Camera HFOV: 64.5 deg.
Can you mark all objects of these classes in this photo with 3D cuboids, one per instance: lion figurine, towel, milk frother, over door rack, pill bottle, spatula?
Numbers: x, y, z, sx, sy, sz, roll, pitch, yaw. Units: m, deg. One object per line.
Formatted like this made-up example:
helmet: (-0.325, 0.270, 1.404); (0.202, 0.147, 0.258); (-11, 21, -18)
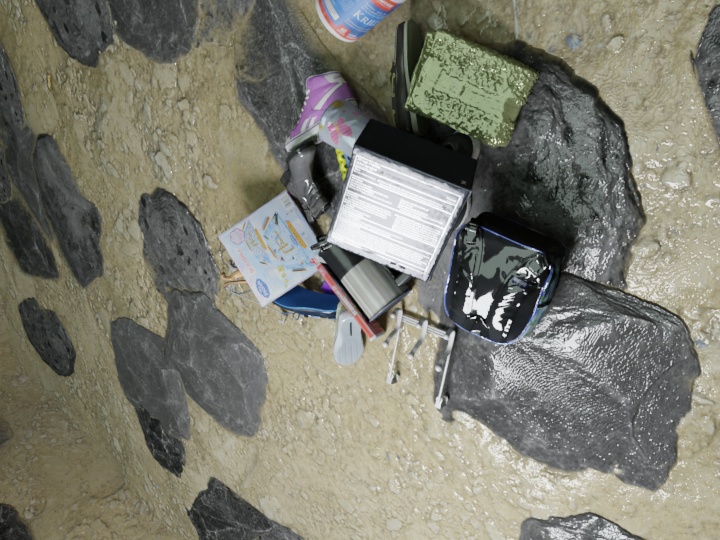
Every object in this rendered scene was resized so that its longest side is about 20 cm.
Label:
lion figurine: (-0.265, -0.041, 1.412); (0.122, 0.072, 0.201); (13, 95, 1)
towel: (0.181, -0.306, 0.959); (0.200, 0.036, 0.149); (26, 120, 10)
milk frother: (0.000, 0.000, 1.168); (0.188, 0.200, 0.181); (52, 132, 9)
over door rack: (-0.252, 0.030, 1.496); (0.200, 0.067, 0.148); (30, 127, 10)
pill bottle: (0.023, -0.496, 0.986); (0.200, 0.112, 0.112); (-21, 95, 45)
over door rack: (0.122, 0.197, 1.235); (0.147, 0.067, 0.201); (21, 121, 33)
spatula: (-0.104, -0.004, 1.377); (0.200, 0.021, 0.057); (51, 137, 11)

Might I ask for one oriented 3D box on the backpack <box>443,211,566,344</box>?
backpack: (0.251, 0.016, 0.998); (0.183, 0.147, 0.200); (27, 121, 28)

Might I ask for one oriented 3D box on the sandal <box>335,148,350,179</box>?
sandal: (0.001, -0.209, 1.173); (0.087, 0.079, 0.201); (-15, 92, 6)

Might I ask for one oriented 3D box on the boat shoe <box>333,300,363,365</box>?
boat shoe: (-0.028, 0.149, 1.351); (0.200, 0.072, 0.062); (98, 164, -46)

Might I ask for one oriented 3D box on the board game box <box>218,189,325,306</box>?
board game box: (-0.199, -0.052, 1.345); (0.199, 0.041, 0.200); (-32, 87, 6)

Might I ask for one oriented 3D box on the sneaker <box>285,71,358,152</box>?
sneaker: (-0.099, -0.337, 1.196); (0.200, 0.073, 0.115); (-30, 85, 33)

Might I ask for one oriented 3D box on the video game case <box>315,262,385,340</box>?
video game case: (-0.019, 0.068, 1.267); (0.017, 0.143, 0.200); (-39, 82, 7)

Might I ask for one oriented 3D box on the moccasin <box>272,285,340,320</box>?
moccasin: (-0.132, 0.089, 1.384); (0.200, 0.081, 0.068); (15, 146, 21)

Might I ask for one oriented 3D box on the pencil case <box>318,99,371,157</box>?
pencil case: (0.016, -0.243, 1.069); (0.200, 0.083, 0.091); (34, 107, 18)

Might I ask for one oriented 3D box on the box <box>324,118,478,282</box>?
box: (0.069, -0.119, 0.974); (0.200, 0.123, 0.199); (22, 130, 1)

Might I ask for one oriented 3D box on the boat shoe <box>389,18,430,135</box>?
boat shoe: (0.080, -0.344, 1.033); (0.060, 0.072, 0.202); (7, 116, 34)

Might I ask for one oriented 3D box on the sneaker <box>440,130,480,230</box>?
sneaker: (0.158, -0.159, 1.043); (0.074, 0.085, 0.201); (23, 122, 32)

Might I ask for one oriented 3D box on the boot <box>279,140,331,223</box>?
boot: (-0.105, -0.189, 1.245); (0.132, 0.070, 0.200); (55, 162, 4)
